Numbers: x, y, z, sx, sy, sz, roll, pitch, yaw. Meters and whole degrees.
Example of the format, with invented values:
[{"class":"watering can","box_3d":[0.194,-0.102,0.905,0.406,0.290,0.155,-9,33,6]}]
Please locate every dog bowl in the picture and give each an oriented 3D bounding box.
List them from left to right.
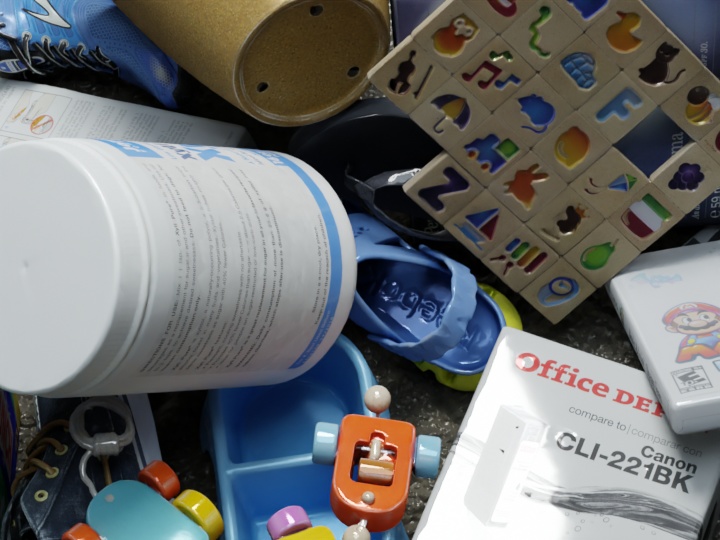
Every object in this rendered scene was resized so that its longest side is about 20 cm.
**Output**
[{"class":"dog bowl","box_3d":[-0.032,0.116,1.376,0.110,0.050,0.201,-8,59,-2]}]

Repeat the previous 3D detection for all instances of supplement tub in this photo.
[{"class":"supplement tub","box_3d":[-0.107,-0.001,1.292,0.131,0.199,0.133,-1,89,36]}]

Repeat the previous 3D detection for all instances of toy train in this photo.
[{"class":"toy train","box_3d":[-0.058,0.130,1.302,0.198,0.056,0.151,4,50,-3]}]

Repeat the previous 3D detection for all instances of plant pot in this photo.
[{"class":"plant pot","box_3d":[-0.060,-0.180,1.380,0.185,0.187,0.201,-21,48,-10]}]

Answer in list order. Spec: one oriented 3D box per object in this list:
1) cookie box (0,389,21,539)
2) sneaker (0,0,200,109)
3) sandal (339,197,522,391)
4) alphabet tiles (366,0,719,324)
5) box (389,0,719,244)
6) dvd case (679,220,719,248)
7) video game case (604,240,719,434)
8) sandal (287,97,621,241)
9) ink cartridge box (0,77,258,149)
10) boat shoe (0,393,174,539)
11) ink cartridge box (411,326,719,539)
[{"class":"cookie box","box_3d":[-0.231,0.124,1.310,0.075,0.172,0.201,1,59,0]},{"class":"sneaker","box_3d":[-0.183,-0.146,1.535,0.199,0.079,0.089,32,72,29]},{"class":"sandal","box_3d":[0.000,0.000,1.404,0.199,0.087,0.080,23,86,9]},{"class":"alphabet tiles","box_3d":[0.105,-0.078,1.344,0.167,0.200,0.008,-41,30,16]},{"class":"box","box_3d":[0.118,-0.126,1.417,0.197,0.201,0.124,-3,47,3]},{"class":"dvd case","box_3d":[0.308,-0.020,1.458,0.200,0.025,0.150,-39,64,-19]},{"class":"video game case","box_3d":[0.247,0.023,1.354,0.198,0.024,0.182,-10,26,-3]},{"class":"sandal","box_3d":[0.056,-0.043,1.385,0.199,0.076,0.043,17,47,-11]},{"class":"ink cartridge box","box_3d":[-0.177,-0.029,1.486,0.199,0.050,0.163,12,59,30]},{"class":"boat shoe","box_3d":[-0.160,0.108,1.344,0.090,0.071,0.201,-6,63,-39]},{"class":"ink cartridge box","box_3d":[0.109,0.148,1.330,0.143,0.084,0.201,18,60,13]}]
